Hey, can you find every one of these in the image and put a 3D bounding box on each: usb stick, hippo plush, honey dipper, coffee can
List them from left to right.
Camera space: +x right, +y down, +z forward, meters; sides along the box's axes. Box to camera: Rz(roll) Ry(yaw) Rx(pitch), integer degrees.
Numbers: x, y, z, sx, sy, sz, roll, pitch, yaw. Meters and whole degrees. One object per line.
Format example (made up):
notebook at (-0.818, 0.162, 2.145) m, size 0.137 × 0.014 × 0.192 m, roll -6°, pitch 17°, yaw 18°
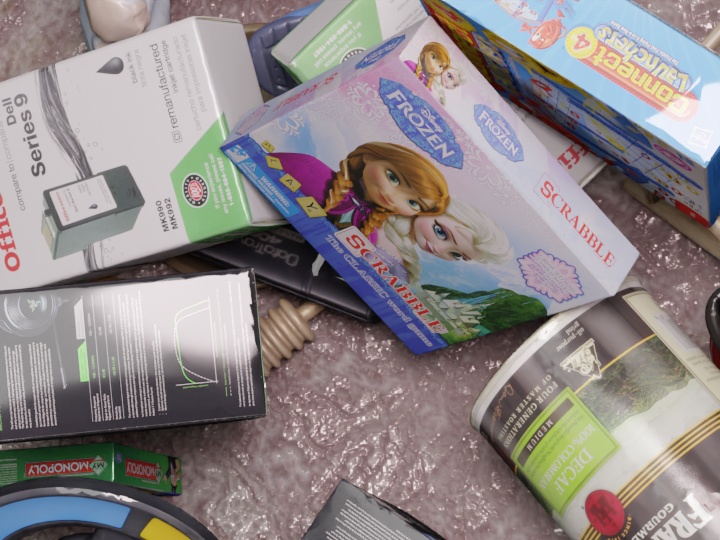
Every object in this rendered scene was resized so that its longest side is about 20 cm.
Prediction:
hippo plush at (-0.133, -0.229, 1.430) m, size 0.161 × 0.200 × 0.160 m, roll -16°, pitch 114°, yaw -10°
usb stick at (-0.063, -0.018, 1.363) m, size 0.200 × 0.033 × 0.056 m, roll 20°, pitch 83°, yaw 20°
honey dipper at (0.000, 0.000, 1.376) m, size 0.200 × 0.038 × 0.038 m, roll -38°, pitch 70°, yaw 0°
coffee can at (0.187, 0.124, 1.236) m, size 0.146 × 0.146 × 0.200 m, roll -41°, pitch 70°, yaw 2°

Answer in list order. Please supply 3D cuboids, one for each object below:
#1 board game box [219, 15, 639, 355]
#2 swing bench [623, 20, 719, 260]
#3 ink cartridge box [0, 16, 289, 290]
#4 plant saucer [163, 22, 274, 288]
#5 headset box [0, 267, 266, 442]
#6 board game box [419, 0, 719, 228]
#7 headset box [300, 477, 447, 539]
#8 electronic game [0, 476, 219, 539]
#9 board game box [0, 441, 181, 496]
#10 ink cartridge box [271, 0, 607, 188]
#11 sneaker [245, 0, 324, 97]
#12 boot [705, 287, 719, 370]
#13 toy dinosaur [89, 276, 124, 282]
board game box at (0.039, -0.044, 1.218) m, size 0.200 × 0.199 × 0.041 m, roll 46°, pitch 55°, yaw -16°
swing bench at (0.302, -0.083, 1.267) m, size 0.200 × 0.130 × 0.199 m, roll 41°, pitch 89°, yaw 19°
ink cartridge box at (-0.165, -0.075, 1.335) m, size 0.200 × 0.084 × 0.146 m, roll -16°, pitch 89°, yaw 21°
plant saucer at (-0.076, -0.081, 1.418) m, size 0.200 × 0.029 × 0.200 m, roll -3°, pitch 76°, yaw 13°
headset box at (-0.164, 0.056, 1.243) m, size 0.200 × 0.174 × 0.093 m, roll -6°, pitch 88°, yaw -4°
board game box at (0.136, -0.115, 1.137) m, size 0.196 × 0.200 × 0.056 m, roll 34°, pitch 89°, yaw 14°
headset box at (-0.011, 0.249, 1.241) m, size 0.093 × 0.174 × 0.200 m, roll 33°, pitch 86°, yaw 20°
electronic game at (-0.177, 0.208, 1.297) m, size 0.200 × 0.200 × 0.042 m, roll -6°, pitch 41°, yaw 13°
board game box at (-0.239, 0.144, 1.347) m, size 0.200 × 0.135 × 0.029 m, roll -5°, pitch 78°, yaw 14°
ink cartridge box at (0.061, -0.118, 1.307) m, size 0.145 × 0.088 × 0.200 m, roll -44°, pitch 106°, yaw -1°
sneaker at (0.013, -0.172, 1.378) m, size 0.200 × 0.074 × 0.082 m, roll -16°, pitch 32°, yaw -9°
boot at (0.296, 0.088, 1.218) m, size 0.200 × 0.144 × 0.072 m, roll 40°, pitch 87°, yaw 18°
toy dinosaur at (-0.171, 0.026, 1.412) m, size 0.200 × 0.060 × 0.106 m, roll 21°, pitch 71°, yaw 30°
